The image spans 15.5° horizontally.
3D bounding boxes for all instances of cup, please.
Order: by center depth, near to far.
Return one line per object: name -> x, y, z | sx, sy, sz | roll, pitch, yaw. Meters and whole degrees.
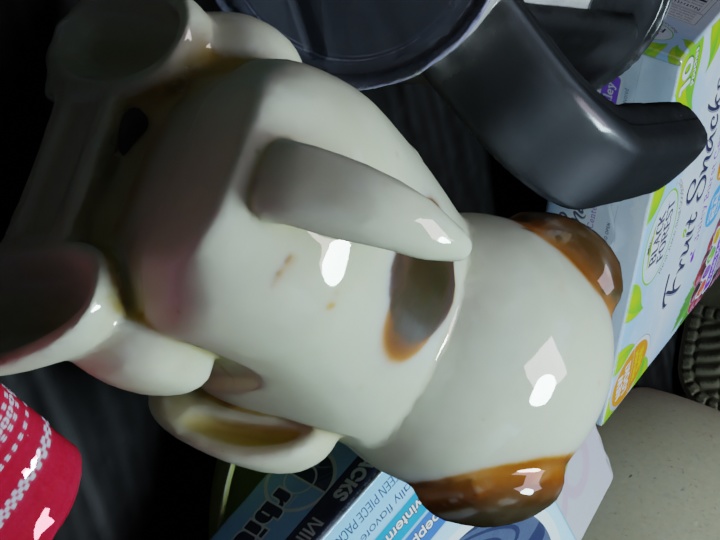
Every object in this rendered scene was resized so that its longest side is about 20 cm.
cup -> 0.188, 0.167, 1.299 | 0.200, 0.143, 0.201 | -23, 117, -56

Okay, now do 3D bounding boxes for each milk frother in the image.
milk frother -> 0.078, -0.139, 0.953 | 0.200, 0.180, 0.188 | -60, 161, 15

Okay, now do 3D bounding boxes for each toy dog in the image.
toy dog -> 0.000, 0.000, 0.872 | 0.200, 0.194, 0.140 | 31, 60, -37

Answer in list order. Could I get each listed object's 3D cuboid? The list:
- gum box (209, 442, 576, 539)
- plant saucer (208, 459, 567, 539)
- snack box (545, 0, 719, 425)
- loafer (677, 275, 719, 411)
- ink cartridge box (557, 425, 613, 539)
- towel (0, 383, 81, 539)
gum box -> 0.011, 0.146, 1.011 | 0.170, 0.044, 0.200 | -48, 137, -18
plant saucer -> 0.009, 0.072, 1.032 | 0.200, 0.031, 0.201 | -23, 123, -40
snack box -> 0.133, -0.050, 1.190 | 0.142, 0.053, 0.201 | -44, 150, -45
loafer -> 0.217, -0.019, 1.380 | 0.068, 0.075, 0.201 | 16, 93, -61
ink cartridge box -> 0.034, 0.103, 1.115 | 0.200, 0.057, 0.163 | -62, 144, -38
towel -> -0.164, 0.074, 0.768 | 0.145, 0.022, 0.200 | -60, 145, -14
